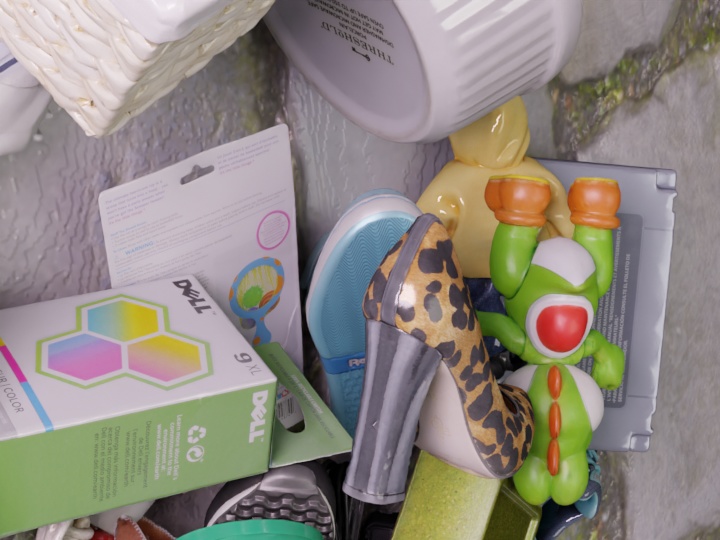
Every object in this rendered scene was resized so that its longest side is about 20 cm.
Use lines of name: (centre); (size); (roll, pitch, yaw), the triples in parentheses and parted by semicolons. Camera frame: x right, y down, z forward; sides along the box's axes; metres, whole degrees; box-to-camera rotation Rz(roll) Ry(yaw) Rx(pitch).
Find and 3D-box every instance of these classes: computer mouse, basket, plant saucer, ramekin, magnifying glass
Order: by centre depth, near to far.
basket: (-0.118, -0.177, 0.665); (0.200, 0.123, 0.135); (48, 57, 1)
magnifying glass: (-0.029, 0.164, 0.816); (0.200, 0.079, 0.023); (32, 42, -55)
ramekin: (0.017, -0.160, 0.839); (0.094, 0.202, 0.204); (-39, 128, -20)
plant saucer: (0.062, 0.202, 1.000); (0.202, 0.047, 0.200); (-70, 159, -11)
computer mouse: (0.009, 0.165, 1.013); (0.200, 0.046, 0.142); (-7, 97, -67)

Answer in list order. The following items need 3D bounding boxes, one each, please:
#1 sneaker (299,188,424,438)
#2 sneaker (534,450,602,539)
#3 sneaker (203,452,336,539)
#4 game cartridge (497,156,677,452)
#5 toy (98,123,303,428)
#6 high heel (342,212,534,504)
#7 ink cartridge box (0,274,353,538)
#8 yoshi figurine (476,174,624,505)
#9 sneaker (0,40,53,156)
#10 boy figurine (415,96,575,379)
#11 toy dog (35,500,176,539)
sneaker: (0.000, 0.000, 0.901); (0.079, 0.131, 0.201); (-6, 138, -8)
sneaker: (0.150, 0.142, 1.150); (0.201, 0.086, 0.078); (-59, 138, -19)
sneaker: (-0.053, 0.131, 0.880); (0.201, 0.069, 0.091); (103, -9, -58)
game cartridge: (0.149, 0.024, 1.098); (0.132, 0.040, 0.203); (5, 95, -11)
toy: (-0.091, 0.019, 0.866); (0.114, 0.047, 0.202); (-24, 126, -29)
high heel: (0.060, 0.037, 0.834); (0.199, 0.071, 0.144); (-9, 113, -61)
ink cartridge box: (-0.105, 0.058, 0.774); (0.198, 0.104, 0.060); (-10, 124, -28)
yoshi figurine: (0.116, 0.044, 0.985); (0.111, 0.112, 0.203); (8, 84, -52)
sneaker: (-0.169, -0.098, 0.742); (0.200, 0.073, 0.071); (-40, 137, -24)
boy figurine: (0.083, -0.029, 1.031); (0.123, 0.064, 0.202); (-9, 99, -6)
toy dog: (-0.119, 0.191, 0.822); (0.132, 0.095, 0.202); (-62, 167, -72)
